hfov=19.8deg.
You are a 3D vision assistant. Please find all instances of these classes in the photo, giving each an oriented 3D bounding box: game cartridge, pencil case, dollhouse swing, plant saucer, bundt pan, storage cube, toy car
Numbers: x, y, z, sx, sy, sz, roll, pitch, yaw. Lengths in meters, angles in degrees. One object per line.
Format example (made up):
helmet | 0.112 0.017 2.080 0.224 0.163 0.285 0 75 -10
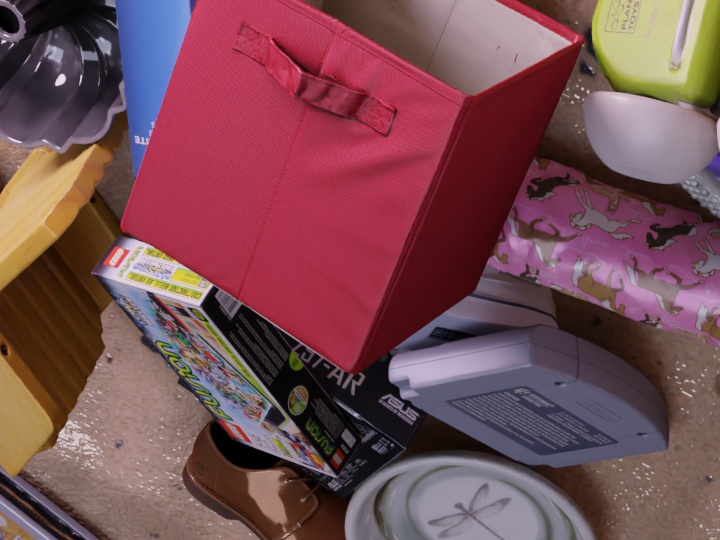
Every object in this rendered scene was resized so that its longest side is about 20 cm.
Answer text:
game cartridge | -0.311 0.248 1.866 0.200 0.042 0.133 39 132 -9
pencil case | 0.162 -0.019 1.336 0.198 0.086 0.084 19 101 13
dollhouse swing | -0.198 0.003 1.481 0.175 0.201 0.182 -21 117 27
plant saucer | 0.089 0.197 1.590 0.198 0.050 0.201 9 133 10
bundt pan | -0.220 -0.186 1.395 0.200 0.076 0.203 17 131 20
game cartridge | 0.127 0.089 1.428 0.132 0.042 0.200 -17 151 30
storage cube | -0.005 -0.078 1.178 0.170 0.200 0.181 31 118 16
toy car | 0.232 -0.126 1.170 0.199 0.177 0.149 11 177 38

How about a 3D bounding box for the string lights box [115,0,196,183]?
string lights box | -0.105 -0.126 1.345 0.058 0.103 0.202 8 118 22

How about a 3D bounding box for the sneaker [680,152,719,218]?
sneaker | 0.259 -0.066 1.259 0.200 0.100 0.070 43 -179 23

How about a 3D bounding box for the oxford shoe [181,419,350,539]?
oxford shoe | -0.049 0.184 1.653 0.199 0.071 0.072 27 132 6

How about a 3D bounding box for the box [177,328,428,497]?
box | -0.045 0.089 1.514 0.160 0.044 0.200 35 159 -1

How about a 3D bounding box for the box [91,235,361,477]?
box | -0.088 0.060 1.406 0.109 0.035 0.200 15 151 41

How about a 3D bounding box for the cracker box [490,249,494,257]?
cracker box | 0.017 -0.108 1.300 0.133 0.058 0.202 7 104 24

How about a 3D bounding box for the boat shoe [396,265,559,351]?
boat shoe | 0.044 0.013 1.402 0.199 0.066 0.074 19 140 -26

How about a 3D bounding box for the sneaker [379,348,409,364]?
sneaker | 0.000 0.000 1.452 0.118 0.074 0.201 31 147 9
